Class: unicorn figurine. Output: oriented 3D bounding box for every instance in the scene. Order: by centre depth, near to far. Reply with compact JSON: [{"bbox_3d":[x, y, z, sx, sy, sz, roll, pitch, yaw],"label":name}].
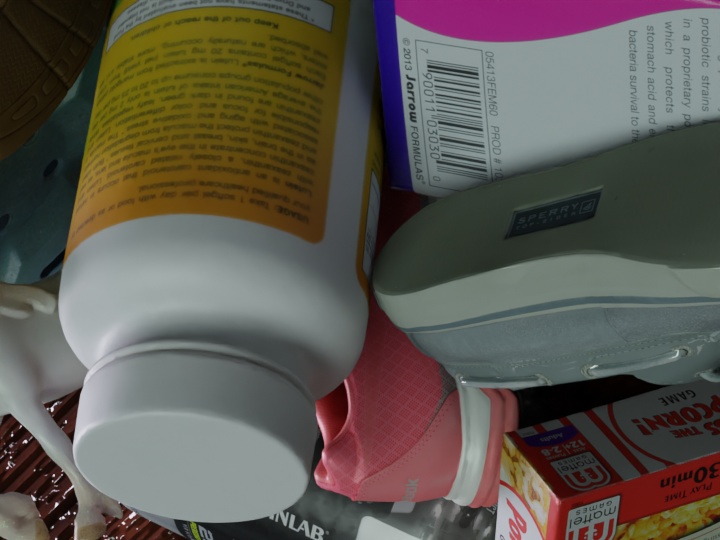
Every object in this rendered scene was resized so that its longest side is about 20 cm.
[{"bbox_3d":[-0.119,0.034,0.856,0.074,0.200,0.138,-19,96,40],"label":"unicorn figurine"}]

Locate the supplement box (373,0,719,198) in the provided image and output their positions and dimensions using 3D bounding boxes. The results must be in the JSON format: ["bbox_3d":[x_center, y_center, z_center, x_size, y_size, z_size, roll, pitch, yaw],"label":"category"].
[{"bbox_3d":[0.116,-0.076,0.792,0.199,0.103,0.102,14,126,29],"label":"supplement box"}]

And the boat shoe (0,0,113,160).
[{"bbox_3d":[-0.126,-0.137,0.819,0.069,0.201,0.074,15,167,23],"label":"boat shoe"}]

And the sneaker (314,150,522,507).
[{"bbox_3d":[0.000,0.000,0.878,0.074,0.086,0.201,114,146,-57],"label":"sneaker"}]

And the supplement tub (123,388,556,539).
[{"bbox_3d":[0.000,0.084,0.964,0.200,0.123,0.123,23,129,22],"label":"supplement tub"}]

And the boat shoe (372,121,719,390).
[{"bbox_3d":[0.099,0.002,0.751,0.200,0.070,0.072,-9,132,38],"label":"boat shoe"}]

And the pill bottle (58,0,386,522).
[{"bbox_3d":[-0.049,-0.016,0.811,0.111,0.201,0.111,4,148,3],"label":"pill bottle"}]

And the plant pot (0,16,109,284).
[{"bbox_3d":[-0.205,-0.085,0.924,0.196,0.200,0.201,34,133,22],"label":"plant pot"}]

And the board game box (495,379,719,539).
[{"bbox_3d":[0.124,0.135,0.894,0.046,0.151,0.201,50,147,47],"label":"board game box"}]
